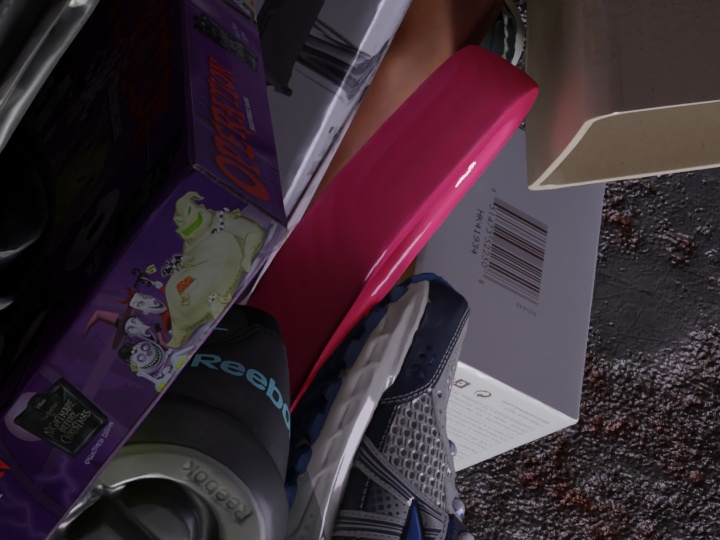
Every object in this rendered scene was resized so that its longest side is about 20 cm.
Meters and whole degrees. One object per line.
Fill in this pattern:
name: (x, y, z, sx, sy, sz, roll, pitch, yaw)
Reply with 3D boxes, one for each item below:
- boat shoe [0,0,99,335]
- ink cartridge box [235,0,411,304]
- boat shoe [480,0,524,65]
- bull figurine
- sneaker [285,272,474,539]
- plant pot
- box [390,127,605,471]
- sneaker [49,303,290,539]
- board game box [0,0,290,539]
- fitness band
boat shoe: (-0.086, -0.013, 0.526, 0.200, 0.057, 0.069, 115, 1, -46)
ink cartridge box: (-0.028, -0.095, 0.917, 0.200, 0.083, 0.145, -64, 179, 5)
boat shoe: (-0.021, -0.049, 1.114, 0.200, 0.076, 0.060, -46, 175, 16)
bull figurine: (-0.022, -0.062, 1.039, 0.200, 0.121, 0.065, -50, 139, 13)
sneaker: (0.004, 0.098, 0.833, 0.077, 0.085, 0.200, 134, -23, -67)
plant pot: (0.159, -0.141, 1.039, 0.200, 0.200, 0.177, 114, -32, -83)
box: (0.002, 0.023, 1.213, 0.200, 0.097, 0.125, -27, -135, 47)
sneaker: (-0.089, 0.074, 0.679, 0.200, 0.075, 0.079, -30, -154, 29)
board game box: (-0.065, -0.010, 0.623, 0.120, 0.032, 0.200, -48, -161, 14)
fitness band: (0.000, 0.000, 0.960, 0.200, 0.037, 0.144, -50, 168, -46)
